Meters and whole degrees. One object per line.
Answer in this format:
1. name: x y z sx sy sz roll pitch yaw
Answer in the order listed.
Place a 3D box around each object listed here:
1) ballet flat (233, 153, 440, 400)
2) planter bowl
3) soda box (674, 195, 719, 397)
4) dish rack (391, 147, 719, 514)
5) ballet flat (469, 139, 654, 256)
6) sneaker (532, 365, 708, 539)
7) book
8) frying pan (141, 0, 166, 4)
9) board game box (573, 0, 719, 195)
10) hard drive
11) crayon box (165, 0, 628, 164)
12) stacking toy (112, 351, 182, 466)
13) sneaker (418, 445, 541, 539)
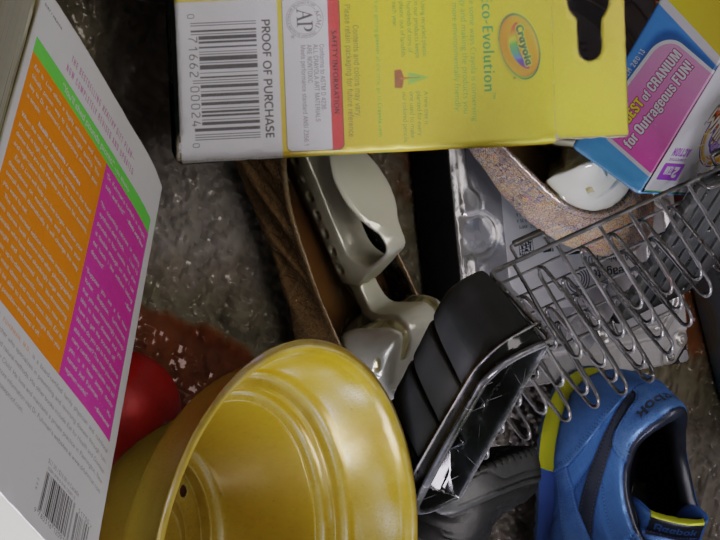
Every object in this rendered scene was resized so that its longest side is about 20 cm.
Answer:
1. ballet flat: 0.000 0.000 1.356 0.068 0.072 0.201 -27 103 -34
2. planter bowl: -0.061 0.125 1.252 0.200 0.083 0.201 -14 106 -56
3. soda box: 0.212 -0.001 1.505 0.068 0.063 0.201 -20 98 -33
4. dish rack: 0.106 0.021 1.323 0.200 0.154 0.055 -24 70 -26
5. ballet flat: 0.081 -0.071 1.374 0.200 0.067 0.068 37 69 -27
6. sneaker: 0.126 0.147 1.418 0.066 0.078 0.201 -9 107 -36
7. book: -0.130 0.008 1.157 0.134 0.048 0.201 56 32 -45
8. frying pan: -0.106 -0.209 1.319 0.115 0.031 0.191 -1 77 -39
9. board game box: 0.191 -0.127 1.347 0.200 0.040 0.153 -60 157 14
10. hard drive: 0.090 -0.045 1.441 0.139 0.038 0.201 -6 92 -34
11. crayon box: 0.015 -0.115 1.289 0.199 0.051 0.127 -2 98 -6
12. stacking toy: -0.143 0.008 1.260 0.085 0.085 0.200 -45 116 -27
13. sneaker: 0.009 0.159 1.366 0.199 0.060 0.105 -21 98 -27
